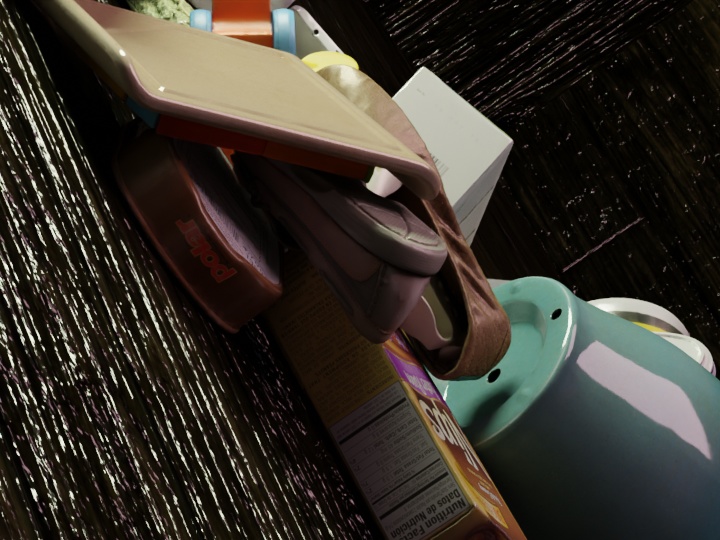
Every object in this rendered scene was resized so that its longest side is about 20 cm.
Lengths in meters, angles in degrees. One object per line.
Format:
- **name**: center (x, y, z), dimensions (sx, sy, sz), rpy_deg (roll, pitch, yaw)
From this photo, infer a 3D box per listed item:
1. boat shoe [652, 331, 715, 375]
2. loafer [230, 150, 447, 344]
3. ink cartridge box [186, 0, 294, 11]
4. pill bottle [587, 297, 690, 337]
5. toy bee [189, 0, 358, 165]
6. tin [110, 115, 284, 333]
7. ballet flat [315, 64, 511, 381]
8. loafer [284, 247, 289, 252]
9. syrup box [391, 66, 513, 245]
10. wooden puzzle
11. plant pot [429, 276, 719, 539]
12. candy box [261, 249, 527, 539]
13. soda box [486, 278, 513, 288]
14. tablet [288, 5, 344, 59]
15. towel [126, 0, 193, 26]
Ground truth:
- **boat shoe**: center (0.152, 0.065, 1.716), dimensions (0.074, 0.199, 0.067), rpy_deg (56, -35, 37)
- **loafer**: center (-0.026, -0.029, 1.420), dimensions (0.072, 0.063, 0.200), rpy_deg (15, 17, -35)
- **ink cartridge box**: center (-0.137, -0.260, 1.783), dimensions (0.200, 0.083, 0.146), rpy_deg (46, 1, 28)
- **pill bottle**: center (0.176, 0.126, 1.797), dimensions (0.113, 0.112, 0.201), rpy_deg (50, 30, -39)
- **toy bee**: center (-0.063, -0.141, 1.563), dimensions (0.130, 0.201, 0.109), rpy_deg (20, 12, -7)
- **tin**: center (-0.083, -0.032, 1.398), dimensions (0.112, 0.042, 0.200), rpy_deg (58, 6, -13)
- **ballet flat**: center (0.018, -0.022, 1.505), dimensions (0.201, 0.068, 0.072), rpy_deg (63, 30, -6)
- **loafer**: center (0.000, 0.000, 1.681), dimensions (0.068, 0.070, 0.201), rpy_deg (60, 8, 32)
- **syrup box**: center (0.033, -0.046, 1.744), dimensions (0.079, 0.081, 0.200), rpy_deg (40, -21, 8)
- **wooden puzzle**: center (-0.074, -0.095, 1.395), dimensions (0.199, 0.037, 0.185), rpy_deg (18, 14, -31)
- **plant pot**: center (0.131, 0.109, 1.592), dimensions (0.188, 0.200, 0.200), rpy_deg (44, 11, -28)
- **candy box**: center (0.019, 0.087, 1.458), dimensions (0.201, 0.056, 0.117), rpy_deg (61, 8, 32)
- **soda box**: center (0.122, 0.104, 1.917), dimensions (0.068, 0.063, 0.201), rpy_deg (6, 51, -50)
- **tablet**: center (-0.031, -0.113, 1.874), dimensions (0.130, 0.014, 0.200), rpy_deg (49, -20, -3)
- **towel**: center (-0.091, -0.122, 1.709), dimensions (0.148, 0.036, 0.200), rpy_deg (48, 0, -23)
